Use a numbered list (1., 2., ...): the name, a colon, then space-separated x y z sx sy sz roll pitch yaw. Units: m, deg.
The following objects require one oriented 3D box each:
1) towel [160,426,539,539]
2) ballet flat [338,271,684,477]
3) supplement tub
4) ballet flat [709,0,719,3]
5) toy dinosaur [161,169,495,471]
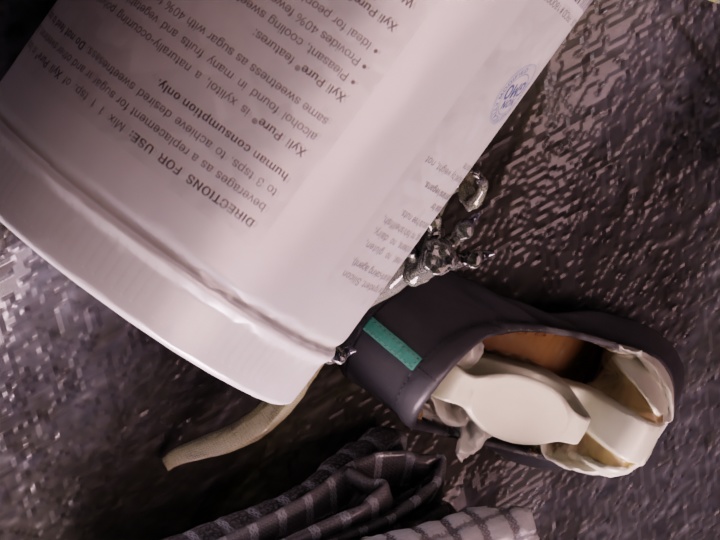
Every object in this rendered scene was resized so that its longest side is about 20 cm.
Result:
1. towel: -0.032 0.165 0.982 0.166 0.086 0.200 -18 130 -29
2. ballet flat: 0.071 0.048 0.994 0.200 0.073 0.073 18 106 -46
3. supplement tub: -0.014 -0.076 0.790 0.200 0.132 0.132 -53 137 4
4. ballet flat: 0.200 -0.138 0.976 0.200 0.071 0.071 -15 127 -26
5. toy dinosaur: 0.000 0.000 0.890 0.047 0.088 0.200 35 95 -12
